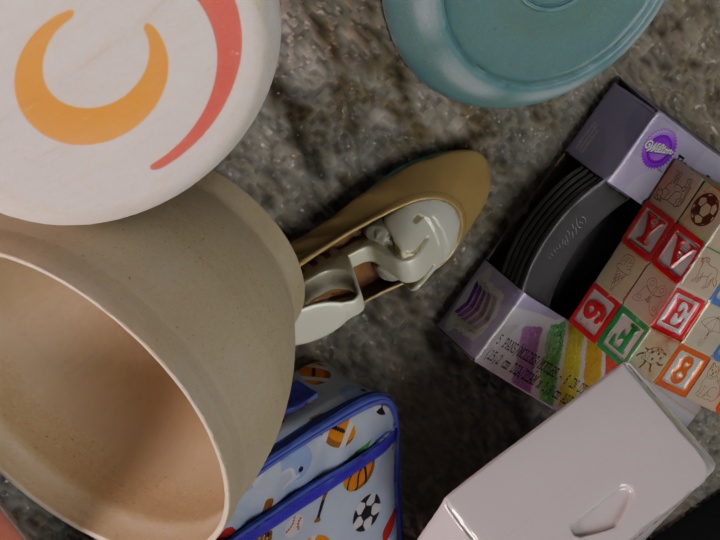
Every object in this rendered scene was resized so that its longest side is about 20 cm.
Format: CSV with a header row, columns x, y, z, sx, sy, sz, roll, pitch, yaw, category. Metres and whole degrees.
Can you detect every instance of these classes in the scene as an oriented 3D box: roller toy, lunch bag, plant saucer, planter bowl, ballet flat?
x,y,z,sx,sy,sz,roll,pitch,yaw,category
-0.140,-0.125,1.261,0.182,0.140,0.200,10,116,-26,roller toy
-0.062,0.147,1.496,0.200,0.075,0.161,-31,136,-37,lunch bag
0.104,-0.176,1.465,0.200,0.027,0.201,-16,125,-24,plant saucer
-0.111,0.027,1.358,0.135,0.200,0.201,-48,138,-35,planter bowl
0.000,0.000,1.481,0.200,0.063,0.069,-29,130,-15,ballet flat

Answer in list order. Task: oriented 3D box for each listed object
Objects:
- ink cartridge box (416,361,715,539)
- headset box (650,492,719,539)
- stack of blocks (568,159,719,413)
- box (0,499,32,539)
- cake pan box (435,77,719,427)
x,y,z,sx,sy,sz,roll,pitch,yaw,category
0.105,0.152,1.551,0.145,0.084,0.200,-36,169,-21,ink cartridge box
0.227,0.263,1.771,0.174,0.093,0.200,-33,130,-11,headset box
0.232,0.027,1.586,0.200,0.059,0.115,25,102,-41,stack of blocks
-0.240,0.181,1.408,0.152,0.106,0.200,-37,132,-8,box
0.163,0.004,1.599,0.200,0.052,0.184,33,95,-42,cake pan box
